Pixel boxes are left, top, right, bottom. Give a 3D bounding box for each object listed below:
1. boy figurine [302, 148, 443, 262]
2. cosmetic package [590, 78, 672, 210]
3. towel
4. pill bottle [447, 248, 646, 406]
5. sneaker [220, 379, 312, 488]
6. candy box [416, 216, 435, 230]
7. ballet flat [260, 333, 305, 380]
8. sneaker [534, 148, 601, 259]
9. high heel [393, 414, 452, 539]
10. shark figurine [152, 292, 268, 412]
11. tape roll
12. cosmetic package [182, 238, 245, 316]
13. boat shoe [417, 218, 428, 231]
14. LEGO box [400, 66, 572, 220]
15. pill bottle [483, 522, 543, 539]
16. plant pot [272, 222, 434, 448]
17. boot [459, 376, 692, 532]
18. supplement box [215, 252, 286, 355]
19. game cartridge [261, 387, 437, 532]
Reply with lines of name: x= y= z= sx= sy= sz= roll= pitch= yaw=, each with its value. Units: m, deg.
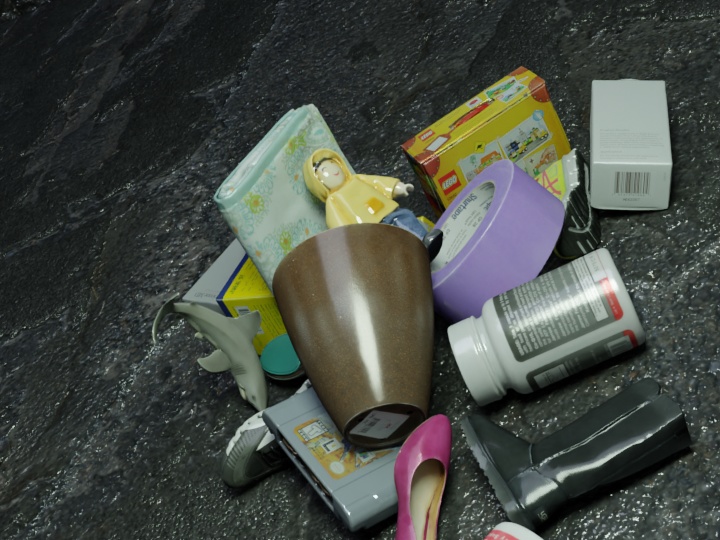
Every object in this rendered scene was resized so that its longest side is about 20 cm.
boy figurine: x=0.011 y=-0.077 z=1.480 sx=0.124 sy=0.065 sz=0.200 roll=-38 pitch=68 yaw=-25
cosmetic package: x=0.346 y=-0.165 z=1.576 sx=0.100 sy=0.075 sz=0.201 roll=3 pitch=38 yaw=10
towel: x=-0.082 y=-0.088 z=1.543 sx=0.048 sy=0.172 sz=0.201 roll=1 pitch=43 yaw=46
pill bottle: x=0.204 y=0.066 z=1.354 sx=0.198 sy=0.115 sz=0.114 roll=-24 pitch=32 yaw=10
sneaker: x=-0.079 y=0.195 z=1.455 sx=0.199 sy=0.067 sz=0.090 roll=-37 pitch=30 yaw=-14
candy box: x=0.023 y=-0.032 z=1.660 sx=0.198 sy=0.102 sz=0.027 roll=-9 pitch=66 yaw=31
ballet flat: x=-0.053 y=0.108 z=1.557 sx=0.199 sy=0.063 sz=0.068 roll=-21 pitch=51 yaw=50
sneaker: x=0.252 y=-0.072 z=1.557 sx=0.090 sy=0.079 sz=0.201 roll=-24 pitch=25 yaw=26
high heel: x=0.070 y=0.241 z=1.239 sx=0.095 sy=0.067 sz=0.201 roll=-3 pitch=53 yaw=51
shark figurine: x=-0.175 y=0.071 z=1.552 sx=0.089 sy=0.214 sz=0.129 roll=-32 pitch=35 yaw=20
tape roll: x=0.151 y=-0.029 z=1.481 sx=0.201 sy=0.085 sz=0.200 roll=-50 pitch=13 yaw=16
cosmetic package: x=-0.154 y=0.002 z=1.785 sx=0.101 sy=0.072 sz=0.201 roll=6 pitch=47 yaw=44
boat shoe: x=0.000 y=0.000 z=1.515 sx=0.198 sy=0.074 sz=0.067 roll=-25 pitch=-2 yaw=-29
LEGO box: x=0.177 y=-0.152 z=1.648 sx=0.199 sy=0.150 sz=0.077 roll=-33 pitch=32 yaw=-5
pill bottle: x=0.101 y=0.329 z=1.076 sx=0.200 sy=0.109 sz=0.108 roll=-43 pitch=34 yaw=-21
plant pot: x=0.007 y=0.085 z=1.347 sx=0.185 sy=0.187 sz=0.202 roll=-22 pitch=54 yaw=13
boot: x=0.216 y=0.164 z=1.251 sx=0.199 sy=0.066 sz=0.165 roll=-33 pitch=40 yaw=2
supplement box: x=-0.073 y=0.036 z=1.633 sx=0.198 sy=0.110 sz=0.109 roll=-5 pitch=40 yaw=37
game cartridge: x=-0.007 y=0.194 z=1.361 sx=0.132 sy=0.042 sz=0.200 roll=-27 pitch=44 yaw=-21
